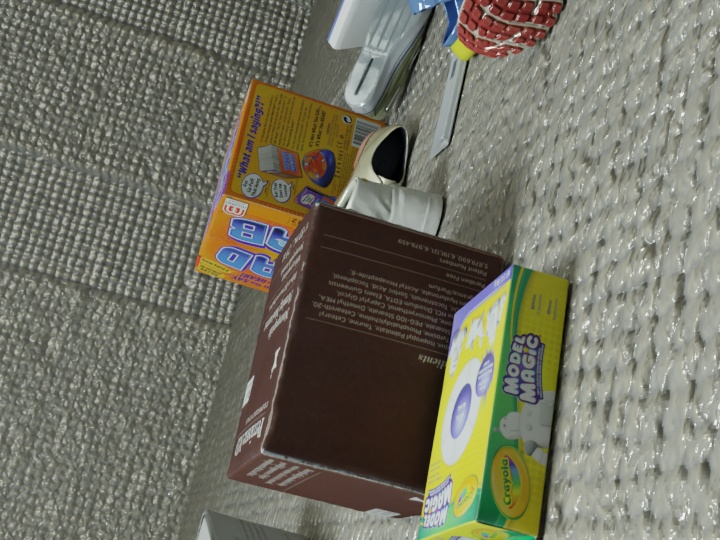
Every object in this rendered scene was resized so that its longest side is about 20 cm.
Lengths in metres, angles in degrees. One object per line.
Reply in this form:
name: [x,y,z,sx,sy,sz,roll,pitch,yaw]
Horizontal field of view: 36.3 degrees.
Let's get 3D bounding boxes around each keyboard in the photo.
keyboard: [0.106,-0.223,1.204,0.056,0.011,0.202,130,155,-75]

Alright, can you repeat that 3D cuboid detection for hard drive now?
hard drive: [0.043,-0.385,1.459,0.025,0.131,0.201,55,141,25]

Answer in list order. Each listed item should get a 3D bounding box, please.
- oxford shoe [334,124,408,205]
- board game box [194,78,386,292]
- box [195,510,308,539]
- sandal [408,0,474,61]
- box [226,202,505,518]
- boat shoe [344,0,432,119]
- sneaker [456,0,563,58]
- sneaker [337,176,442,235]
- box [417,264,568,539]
oxford shoe: [0.010,-0.085,1.322,0.074,0.070,0.202,154,131,-71]
board game box: [-0.098,-0.102,1.531,0.200,0.198,0.202,123,161,-55]
box: [-0.129,0.389,1.185,0.200,0.129,0.201,-174,99,-79]
sandal: [0.109,-0.325,1.135,0.079,0.086,0.202,-168,96,-80]
box: [0.002,0.080,0.890,0.166,0.163,0.202,134,150,-67]
boat shoe: [0.044,-0.296,1.458,0.072,0.062,0.201,32,94,33]
sneaker: [0.148,-0.268,0.925,0.201,0.077,0.082,-57,14,29]
sneaker: [0.000,0.000,1.140,0.074,0.114,0.202,-110,36,-68]
box: [0.086,0.110,0.743,0.117,0.048,0.202,129,153,-64]
